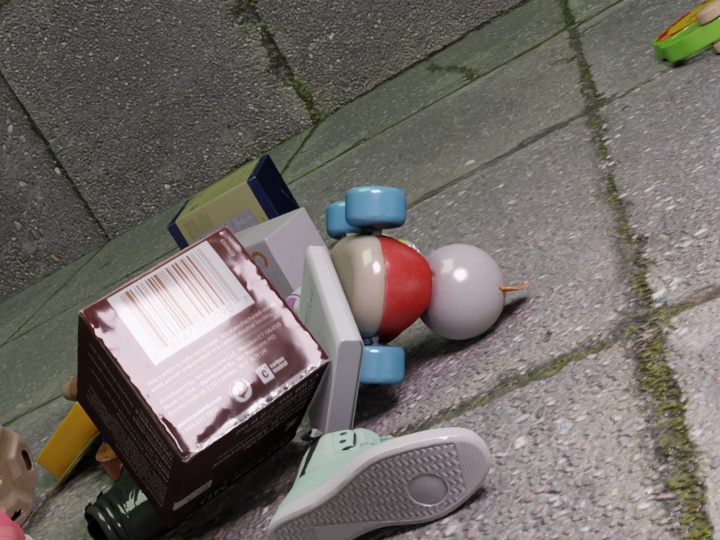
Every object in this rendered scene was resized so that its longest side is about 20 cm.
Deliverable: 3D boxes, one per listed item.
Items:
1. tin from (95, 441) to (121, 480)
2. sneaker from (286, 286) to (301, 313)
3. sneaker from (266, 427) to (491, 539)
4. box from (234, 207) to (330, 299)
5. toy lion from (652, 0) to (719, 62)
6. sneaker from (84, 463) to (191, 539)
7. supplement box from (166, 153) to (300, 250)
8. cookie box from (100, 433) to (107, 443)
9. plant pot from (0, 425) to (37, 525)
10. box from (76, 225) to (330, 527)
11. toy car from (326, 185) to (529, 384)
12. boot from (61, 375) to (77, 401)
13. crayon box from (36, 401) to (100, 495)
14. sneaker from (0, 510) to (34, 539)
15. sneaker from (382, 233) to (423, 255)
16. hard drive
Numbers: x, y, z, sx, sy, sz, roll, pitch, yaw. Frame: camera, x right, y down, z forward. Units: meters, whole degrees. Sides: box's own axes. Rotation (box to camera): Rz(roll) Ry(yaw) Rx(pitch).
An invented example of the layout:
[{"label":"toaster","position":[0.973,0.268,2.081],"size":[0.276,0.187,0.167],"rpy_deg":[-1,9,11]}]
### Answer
[{"label":"tin","position":[-0.266,0.197,1.406],"size":[0.111,0.042,0.200],"rpy_deg":[-33,13,9]},{"label":"sneaker","position":[-0.104,0.088,1.387],"size":[0.114,0.073,0.200],"rpy_deg":[-42,7,-24]},{"label":"sneaker","position":[0.017,0.148,0.890],"size":[0.199,0.074,0.119],"rpy_deg":[-28,21,25]},{"label":"box","position":[-0.140,0.007,1.603],"size":[0.199,0.125,0.097],"rpy_deg":[-16,19,44]},{"label":"toy lion","position":[0.507,-0.364,1.659],"size":[0.200,0.069,0.191],"rpy_deg":[-43,11,-36]},{"label":"sneaker","position":[-0.247,0.233,1.170],"size":[0.098,0.071,0.200],"rpy_deg":[-30,17,-16]},{"label":"supplement box","position":[-0.239,-0.100,2.155],"size":[0.198,0.135,0.200],"rpy_deg":[-28,14,11]},{"label":"cookie box","position":[-0.187,0.129,1.294],"size":[0.198,0.076,0.171],"rpy_deg":[-6,18,38]},{"label":"plant pot","position":[-0.520,0.276,1.414],"size":[0.181,0.203,0.201],"rpy_deg":[-11,21,24]},{"label":"box","position":[-0.152,0.102,1.041],"size":[0.165,0.165,0.201],"rpy_deg":[-33,-16,-27]},{"label":"toy car","position":[0.070,0.022,1.131],"size":[0.197,0.187,0.177],"rpy_deg":[2,-6,-13]},{"label":"boot","position":[-0.353,0.146,1.749],"size":[0.164,0.073,0.200],"rpy_deg":[-9,22,28]},{"label":"crayon box","position":[-0.355,0.194,1.490],"size":[0.127,0.051,0.200],"rpy_deg":[-50,5,28]},{"label":"sneaker","position":[-0.396,0.311,1.190],"size":[0.073,0.087,0.200],"rpy_deg":[-34,14,-8]},{"label":"sneaker","position":[0.000,0.000,1.438],"size":[0.105,0.076,0.199],"rpy_deg":[-37,16,-19]},{"label":"hard drive","position":[-0.034,0.078,1.075],"size":[0.026,0.134,0.200],"rpy_deg":[2,24,-13]}]
